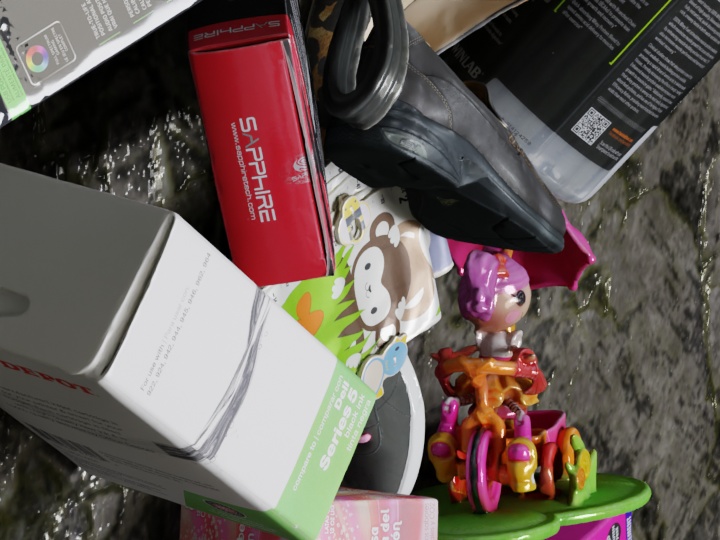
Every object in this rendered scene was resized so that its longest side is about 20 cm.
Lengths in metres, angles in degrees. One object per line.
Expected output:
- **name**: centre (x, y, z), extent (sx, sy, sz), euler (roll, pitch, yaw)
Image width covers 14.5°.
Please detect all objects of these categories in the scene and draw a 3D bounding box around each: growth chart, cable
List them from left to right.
- **growth chart**: centre (0.000, 0.000, 1.435), extent (0.200, 0.018, 0.145), euler (-52, 135, -30)
- **cable**: centre (0.011, -0.153, 1.356), extent (0.050, 0.097, 0.201), euler (33, 32, -44)

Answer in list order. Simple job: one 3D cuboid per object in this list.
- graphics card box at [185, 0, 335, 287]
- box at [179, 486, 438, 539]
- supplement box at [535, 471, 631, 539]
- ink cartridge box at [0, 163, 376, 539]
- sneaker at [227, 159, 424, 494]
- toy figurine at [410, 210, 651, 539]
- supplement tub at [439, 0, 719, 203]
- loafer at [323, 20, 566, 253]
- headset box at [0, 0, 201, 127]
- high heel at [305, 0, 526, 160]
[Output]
- **graphics card box**: centre (-0.049, -0.096, 1.313), extent (0.200, 0.051, 0.126), euler (-96, 175, -57)
- **box**: centre (-0.031, 0.210, 1.432), extent (0.094, 0.102, 0.201), euler (3, 90, -41)
- **supplement box**: centre (0.070, 0.209, 1.650), extent (0.200, 0.103, 0.102), euler (-35, 129, -44)
- **ink cartridge box**: centre (-0.106, 0.036, 1.276), extent (0.200, 0.145, 0.084), euler (45, 65, -53)
- **sneaker**: centre (-0.026, 0.051, 1.485), extent (0.099, 0.070, 0.201), euler (-33, 123, -43)
- **toy figurine**: centre (0.076, 0.047, 1.580), extent (0.200, 0.149, 0.185), euler (-20, 106, -71)
- **supplement tub**: centre (0.143, -0.146, 1.551), extent (0.200, 0.123, 0.122), euler (-47, 149, 12)
- **loafer**: centre (0.054, -0.061, 1.415), extent (0.200, 0.072, 0.073), euler (36, 62, -58)
- **headset box**: centre (-0.141, -0.173, 1.140), extent (0.200, 0.093, 0.175), euler (-35, 115, -31)
- **high heel**: centre (0.052, -0.132, 1.467), extent (0.201, 0.142, 0.071), euler (-64, 145, -21)
